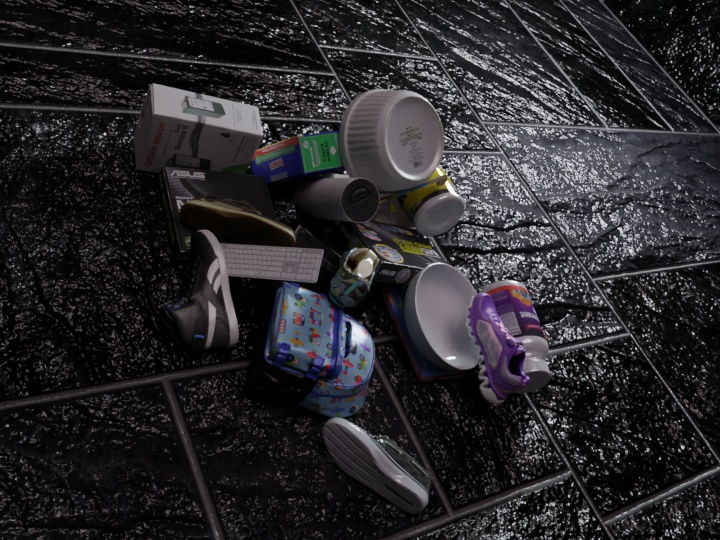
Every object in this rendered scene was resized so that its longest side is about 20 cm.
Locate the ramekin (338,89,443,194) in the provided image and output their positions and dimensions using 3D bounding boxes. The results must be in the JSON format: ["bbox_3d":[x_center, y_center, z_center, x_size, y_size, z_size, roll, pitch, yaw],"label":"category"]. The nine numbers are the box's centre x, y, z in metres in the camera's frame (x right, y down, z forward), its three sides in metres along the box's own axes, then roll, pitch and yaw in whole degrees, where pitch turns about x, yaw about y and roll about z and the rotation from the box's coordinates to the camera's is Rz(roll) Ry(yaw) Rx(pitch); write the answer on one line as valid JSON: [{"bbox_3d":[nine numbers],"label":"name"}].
[{"bbox_3d":[0.067,-0.245,1.375,0.200,0.105,0.200,-4,96,-41],"label":"ramekin"}]

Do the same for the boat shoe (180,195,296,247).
[{"bbox_3d":[-0.199,-0.087,1.224,0.200,0.073,0.065,19,42,1],"label":"boat shoe"}]

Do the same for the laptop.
[{"bbox_3d":[-0.075,0.002,1.320,0.187,0.116,0.200,38,68,-19],"label":"laptop"}]

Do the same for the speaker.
[{"bbox_3d":[-0.048,-0.133,1.352,0.081,0.200,0.081,-4,98,-31],"label":"speaker"}]

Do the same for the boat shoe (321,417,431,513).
[{"bbox_3d":[0.026,0.290,1.122,0.200,0.072,0.071,43,33,-6],"label":"boat shoe"}]

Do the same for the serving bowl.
[{"bbox_3d":[0.145,0.090,1.325,0.200,0.066,0.200,22,57,-38],"label":"serving bowl"}]

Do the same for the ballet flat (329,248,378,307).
[{"bbox_3d":[0.000,0.000,1.205,0.074,0.074,0.200,30,22,-6],"label":"ballet flat"}]

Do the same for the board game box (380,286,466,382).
[{"bbox_3d":[0.116,0.115,1.365,0.103,0.019,0.200,1,52,-34],"label":"board game box"}]

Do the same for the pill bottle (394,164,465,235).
[{"bbox_3d":[0.125,-0.179,1.516,0.114,0.114,0.200,-1,47,-33],"label":"pill bottle"}]

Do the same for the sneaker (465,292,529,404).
[{"bbox_3d":[0.250,0.132,1.299,0.080,0.088,0.200,7,65,-43],"label":"sneaker"}]

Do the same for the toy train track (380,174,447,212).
[{"bbox_3d":[0.077,-0.137,1.413,0.200,0.115,0.033,-21,99,-1],"label":"toy train track"}]

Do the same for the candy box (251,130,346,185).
[{"bbox_3d":[-0.088,-0.224,1.423,0.200,0.169,0.077,-19,100,-40],"label":"candy box"}]

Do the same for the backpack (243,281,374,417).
[{"bbox_3d":[-0.062,0.131,1.153,0.200,0.135,0.183,23,43,-14],"label":"backpack"}]

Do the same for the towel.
[{"bbox_3d":[0.018,-0.141,1.525,0.200,0.034,0.133,2,51,-31],"label":"towel"}]

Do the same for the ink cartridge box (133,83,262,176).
[{"bbox_3d":[-0.300,-0.242,1.332,0.200,0.146,0.084,7,50,-27],"label":"ink cartridge box"}]

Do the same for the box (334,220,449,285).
[{"bbox_3d":[0.069,-0.033,1.399,0.200,0.044,0.160,9,30,-38],"label":"box"}]

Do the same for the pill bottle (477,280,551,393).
[{"bbox_3d":[0.295,0.128,1.398,0.111,0.111,0.200,10,48,-26],"label":"pill bottle"}]

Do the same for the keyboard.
[{"bbox_3d":[-0.155,-0.013,1.178,0.200,0.011,0.056,4,65,23],"label":"keyboard"}]

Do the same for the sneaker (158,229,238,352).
[{"bbox_3d":[-0.265,0.029,1.137,0.112,0.073,0.200,-6,70,-34],"label":"sneaker"}]

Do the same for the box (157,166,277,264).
[{"bbox_3d":[-0.248,-0.095,1.304,0.200,0.048,0.193,2,55,-32],"label":"box"}]
